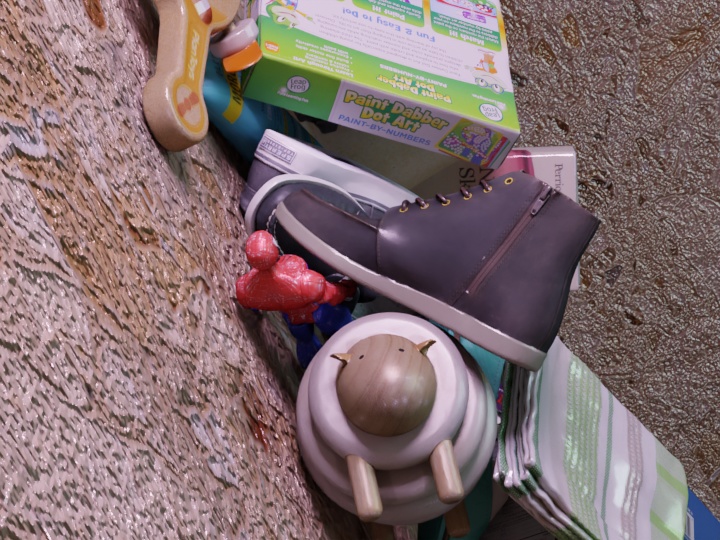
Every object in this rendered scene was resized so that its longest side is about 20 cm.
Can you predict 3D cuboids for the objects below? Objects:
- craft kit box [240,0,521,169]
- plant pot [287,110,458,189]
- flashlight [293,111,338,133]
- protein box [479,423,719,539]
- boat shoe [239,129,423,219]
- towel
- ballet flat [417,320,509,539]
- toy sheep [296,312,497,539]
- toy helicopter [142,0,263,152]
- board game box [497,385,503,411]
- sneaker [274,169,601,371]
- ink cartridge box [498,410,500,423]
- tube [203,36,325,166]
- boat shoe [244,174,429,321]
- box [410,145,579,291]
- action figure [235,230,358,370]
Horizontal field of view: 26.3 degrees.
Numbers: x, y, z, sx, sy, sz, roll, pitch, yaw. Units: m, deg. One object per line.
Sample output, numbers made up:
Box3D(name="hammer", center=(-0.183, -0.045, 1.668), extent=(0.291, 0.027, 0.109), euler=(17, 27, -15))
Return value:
Box3D(name="craft kit box", center=(0.013, -0.179, 1.123), extent=(0.199, 0.198, 0.049), euler=(-93, -156, -45))
Box3D(name="plant pot", center=(0.016, -0.142, 1.280), extent=(0.200, 0.182, 0.202), euler=(-23, 90, -81))
Box3D(name="flashlight", center=(-0.054, -0.198, 1.185), extent=(0.067, 0.068, 0.201), euler=(21, 31, -37))
Box3D(name="protein box", center=(0.160, 0.234, 1.092), extent=(0.199, 0.134, 0.201), euler=(45, 37, -28))
Box3D(name="boat shoe", center=(-0.014, -0.044, 1.118), extent=(0.071, 0.068, 0.199), euler=(32, 8, 33))
Box3D(name="towel", center=(0.160, 0.129, 1.013), extent=(0.200, 0.031, 0.150), euler=(42, 39, -29))
Box3D(name="ballet flat", center=(0.080, 0.116, 1.055), extent=(0.067, 0.070, 0.202), euler=(147, -51, -70))
Box3D(name="toy sheep", center=(0.023, 0.097, 0.952), extent=(0.200, 0.137, 0.139), euler=(85, -12, -67))
Box3D(name="toy helicopter", center=(-0.105, -0.153, 0.968), extent=(0.132, 0.078, 0.202), euler=(49, 34, -47))
Box3D(name="board game box", center=(0.090, 0.071, 1.301), extent=(0.199, 0.033, 0.120), euler=(32, 17, 12))
Box3D(name="sneaker", center=(0.048, -0.027, 0.955), extent=(0.199, 0.107, 0.075), euler=(27, 1, 20))
Box3D(name="ink cartridge box", center=(0.095, 0.128, 1.316), extent=(0.116, 0.068, 0.200), euler=(30, 13, -2))
Box3D(name="tube", center=(-0.083, -0.111, 1.089), extent=(0.200, 0.050, 0.078), euler=(44, 18, -56))
Box3D(name="boat shoe", center=(0.000, 0.000, 1.063), extent=(0.199, 0.076, 0.060), euler=(31, 7, -45))
Box3D(name="box", center=(0.101, -0.046, 1.418), extent=(0.109, 0.198, 0.129), euler=(-40, 128, -80))
Box3D(name="action figure", center=(-0.034, 0.024, 0.985), extent=(0.200, 0.065, 0.052), euler=(53, 40, -64))
